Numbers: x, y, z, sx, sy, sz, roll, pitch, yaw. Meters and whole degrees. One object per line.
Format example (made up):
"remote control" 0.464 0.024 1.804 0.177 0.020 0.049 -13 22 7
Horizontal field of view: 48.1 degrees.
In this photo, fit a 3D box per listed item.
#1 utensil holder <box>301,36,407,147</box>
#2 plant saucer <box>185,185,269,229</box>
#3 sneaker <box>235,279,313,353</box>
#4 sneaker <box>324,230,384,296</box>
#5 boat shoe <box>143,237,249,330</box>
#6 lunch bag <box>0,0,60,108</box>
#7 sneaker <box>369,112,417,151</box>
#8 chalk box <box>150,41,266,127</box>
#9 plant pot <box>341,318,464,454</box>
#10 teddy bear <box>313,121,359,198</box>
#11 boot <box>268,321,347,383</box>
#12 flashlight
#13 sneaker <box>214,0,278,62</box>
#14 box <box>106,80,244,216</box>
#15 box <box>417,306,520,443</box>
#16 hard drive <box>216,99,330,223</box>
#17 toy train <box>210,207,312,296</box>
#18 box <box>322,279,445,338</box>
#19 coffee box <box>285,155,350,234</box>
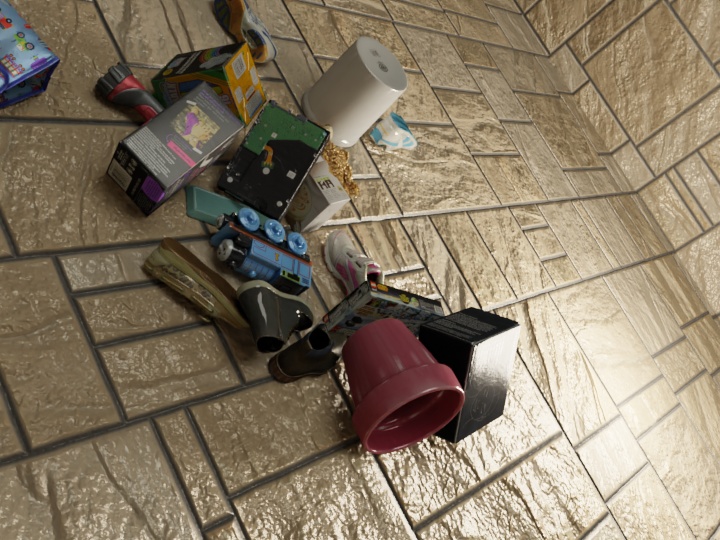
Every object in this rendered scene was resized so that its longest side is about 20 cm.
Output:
"utensil holder" -0.011 -0.412 1.868 0.169 0.200 0.171 29 41 -29
"plant saucer" -0.232 -0.102 1.499 0.199 0.019 0.070 19 46 -36
"sneaker" -0.136 0.097 1.358 0.200 0.074 0.107 31 37 -57
"sneaker" 0.000 0.000 1.608 0.081 0.088 0.201 -7 64 -51
"boat shoe" -0.261 0.032 1.319 0.200 0.063 0.073 44 9 -15
"lunch bag" -0.596 -0.319 1.238 0.151 0.094 0.200 48 47 -6
"sneaker" 0.084 -0.339 2.025 0.077 0.080 0.200 59 16 15
"chalk box" -0.299 -0.332 1.507 0.125 0.198 0.125 -67 146 -50
"plant pot" 0.058 0.193 1.421 0.199 0.200 0.180 10 41 -44
"teddy bear" -0.062 -0.245 1.776 0.144 0.067 0.202 12 51 -46
"boot" -0.063 0.134 1.409 0.199 0.097 0.075 -21 76 -54
"flashlight" -0.382 -0.277 1.450 0.200 0.067 0.068 48 30 -12
"sneaker" -0.261 -0.558 1.841 0.201 0.075 0.088 62 24 3
"box" -0.311 -0.205 1.359 0.106 0.122 0.200 47 55 -6
"box" 0.197 0.194 1.544 0.123 0.202 0.196 19 18 35
"hard drive" -0.162 -0.208 1.526 0.139 0.038 0.201 28 78 2
"toy train" -0.174 -0.029 1.444 0.199 0.086 0.115 27 47 -31
"box" 0.046 0.088 1.539 0.199 0.137 0.040 18 44 -39
"coffee box" -0.126 -0.188 1.611 0.079 0.114 0.201 -22 77 -55
